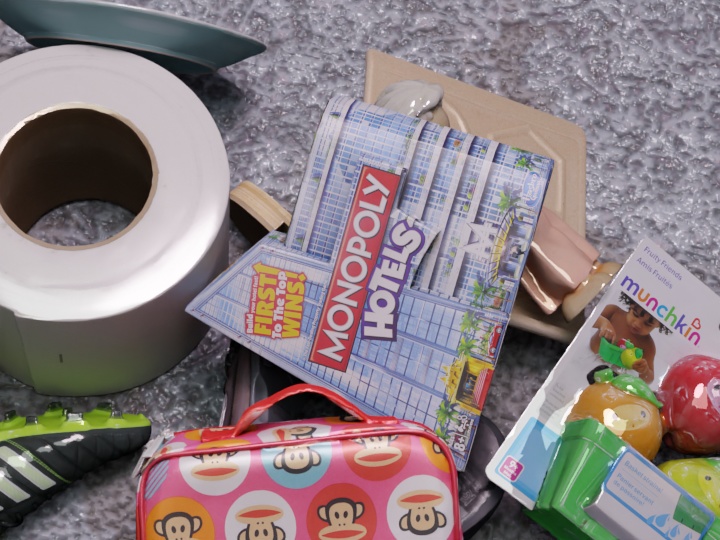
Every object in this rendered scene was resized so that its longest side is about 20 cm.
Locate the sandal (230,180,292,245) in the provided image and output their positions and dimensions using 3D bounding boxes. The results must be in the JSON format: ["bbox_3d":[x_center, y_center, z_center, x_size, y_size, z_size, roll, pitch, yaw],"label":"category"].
[{"bbox_3d":[-0.001,-0.003,1.227,0.070,0.078,0.212,-41,69,-17],"label":"sandal"}]

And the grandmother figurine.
[{"bbox_3d":[0.086,-0.052,1.188,0.200,0.121,0.061,45,103,5],"label":"grandmother figurine"}]

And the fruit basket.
[{"bbox_3d":[0.207,0.109,1.158,0.185,0.094,0.200,39,79,-6],"label":"fruit basket"}]

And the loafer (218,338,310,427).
[{"bbox_3d":[-0.074,0.087,1.176,0.063,0.072,0.201,-17,46,23],"label":"loafer"}]

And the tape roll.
[{"bbox_3d":[-0.188,-0.032,1.190,0.202,0.139,0.204,2,65,-4],"label":"tape roll"}]

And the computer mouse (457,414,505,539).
[{"bbox_3d":[0.013,0.169,1.167,0.200,0.053,0.139,-36,64,-10],"label":"computer mouse"}]

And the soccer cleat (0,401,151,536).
[{"bbox_3d":[-0.233,0.137,1.157,0.199,0.067,0.082,-11,99,-20],"label":"soccer cleat"}]

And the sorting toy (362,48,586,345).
[{"bbox_3d":[0.077,-0.049,1.241,0.184,0.036,0.201,18,54,-22],"label":"sorting toy"}]

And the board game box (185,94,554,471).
[{"bbox_3d":[0.000,0.000,1.115,0.199,0.062,0.201,16,102,4],"label":"board game box"}]

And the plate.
[{"bbox_3d":[-0.165,-0.161,1.229,0.199,0.200,0.026,9,90,0],"label":"plate"}]

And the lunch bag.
[{"bbox_3d":[-0.038,0.157,1.058,0.199,0.082,0.177,-3,93,-4],"label":"lunch bag"}]
